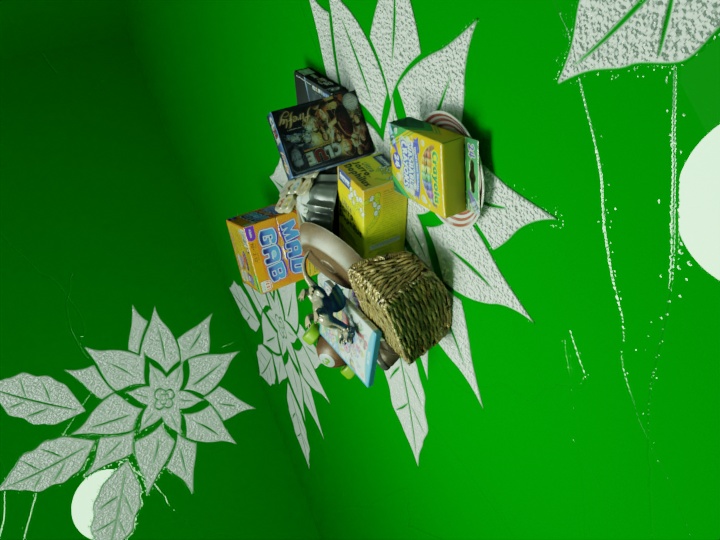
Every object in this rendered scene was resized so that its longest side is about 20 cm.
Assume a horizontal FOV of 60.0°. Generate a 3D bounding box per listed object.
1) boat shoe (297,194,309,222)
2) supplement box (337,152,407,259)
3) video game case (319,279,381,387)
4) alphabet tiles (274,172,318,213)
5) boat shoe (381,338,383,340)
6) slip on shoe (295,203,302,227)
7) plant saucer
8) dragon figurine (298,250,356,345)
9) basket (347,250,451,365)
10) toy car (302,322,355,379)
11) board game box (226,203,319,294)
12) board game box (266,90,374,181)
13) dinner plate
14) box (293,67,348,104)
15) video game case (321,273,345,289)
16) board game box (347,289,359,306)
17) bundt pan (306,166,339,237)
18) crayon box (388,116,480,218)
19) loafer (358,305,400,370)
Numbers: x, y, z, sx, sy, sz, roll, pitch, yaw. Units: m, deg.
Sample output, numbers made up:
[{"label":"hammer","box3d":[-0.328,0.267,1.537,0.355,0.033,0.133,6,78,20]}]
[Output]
[{"label":"boat shoe","box3d":[-0.115,-0.157,1.490,0.200,0.071,0.069,88,176,-76]},{"label":"supplement box","box3d":[0.024,-0.119,1.294,0.109,0.107,0.204,46,148,42]},{"label":"video game case","box3d":[-0.026,0.133,1.340,0.200,0.017,0.146,42,136,41]},{"label":"alphabet tiles","box3d":[-0.129,-0.220,1.390,0.014,0.203,0.195,30,173,-23]},{"label":"boat shoe","box3d":[0.058,0.060,1.423,0.072,0.063,0.206,-148,60,-75]},{"label":"slip on shoe","box3d":[-0.167,-0.203,1.676,0.077,0.059,0.203,-95,-13,-57]},{"label":"plant saucer","box3d":[-0.058,-0.020,1.308,0.198,0.037,0.201,34,162,12]},{"label":"dragon figurine","box3d":[-0.071,0.064,1.297,0.059,0.098,0.204,-34,65,42]},{"label":"basket","box3d":[0.084,0.053,1.236,0.149,0.142,0.202,41,162,45]},{"label":"toy car","box3d":[-0.039,0.176,1.521,0.164,0.159,0.200,41,177,-7]},{"label":"board game box","box3d":[-0.264,-0.075,1.877,0.199,0.196,0.205,22,128,61]},{"label":"board game box","box3d":[-0.079,-0.279,1.284,0.034,0.196,0.139,-13,97,66]},{"label":"dinner plate","box3d":[0.155,-0.170,1.061,0.200,0.024,0.204,47,147,43]},{"label":"box","box3d":[-0.088,-0.361,1.441,0.200,0.043,0.163,45,146,46]},{"label":"video game case","box3d":[-0.066,-0.062,1.583,0.199,0.023,0.187,-155,62,-69]},{"label":"board game box","box3d":[0.000,0.000,1.477,0.201,0.031,0.123,111,170,-59]},{"label":"bundt pan","box3d":[-0.068,-0.141,1.380,0.202,0.074,0.208,9,-90,-79]},{"label":"crayon box","box3d":[0.120,-0.173,1.046,0.199,0.051,0.129,38,141,53]},{"label":"loafer","box3d":[0.053,0.139,1.511,0.073,0.070,0.204,39,-152,-62]}]
